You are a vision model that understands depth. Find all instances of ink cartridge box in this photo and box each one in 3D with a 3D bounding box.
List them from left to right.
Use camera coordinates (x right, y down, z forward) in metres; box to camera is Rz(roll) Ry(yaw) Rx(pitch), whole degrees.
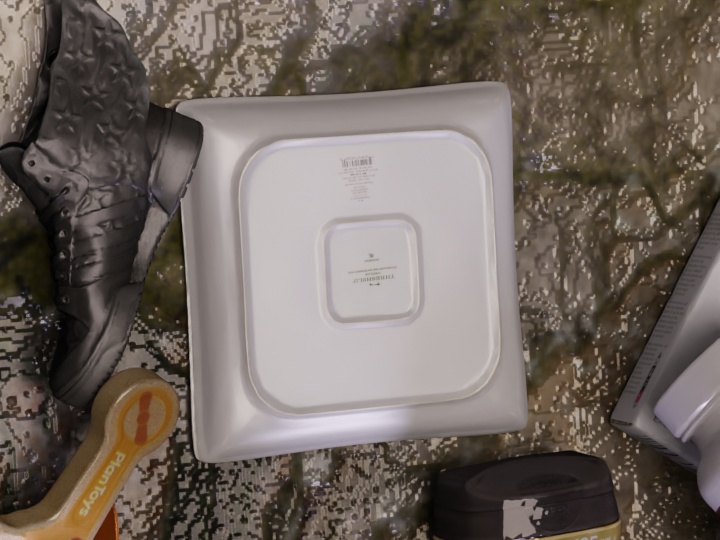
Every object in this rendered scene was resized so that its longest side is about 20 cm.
[{"bbox_3d":[0.271,0.047,1.754,0.196,0.043,0.201,30,84,-19],"label":"ink cartridge box"}]

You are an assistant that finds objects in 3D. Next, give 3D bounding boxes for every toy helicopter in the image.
[{"bbox_3d":[-0.152,0.143,1.579,0.132,0.079,0.201,29,95,-42],"label":"toy helicopter"}]

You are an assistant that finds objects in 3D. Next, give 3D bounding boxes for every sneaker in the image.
[{"bbox_3d":[-0.152,-0.038,1.586,0.104,0.060,0.201,24,82,-17],"label":"sneaker"}]

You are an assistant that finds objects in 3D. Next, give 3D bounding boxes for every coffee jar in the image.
[{"bbox_3d":[0.098,0.203,1.674,0.104,0.085,0.201,-8,95,-21],"label":"coffee jar"}]

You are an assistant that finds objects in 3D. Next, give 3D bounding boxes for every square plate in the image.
[{"bbox_3d":[0.000,0.000,1.658,0.199,0.028,0.199,-5,95,-20],"label":"square plate"}]

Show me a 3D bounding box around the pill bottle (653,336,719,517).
[{"bbox_3d":[0.259,0.119,1.646,0.113,0.113,0.200,-41,79,-14],"label":"pill bottle"}]
